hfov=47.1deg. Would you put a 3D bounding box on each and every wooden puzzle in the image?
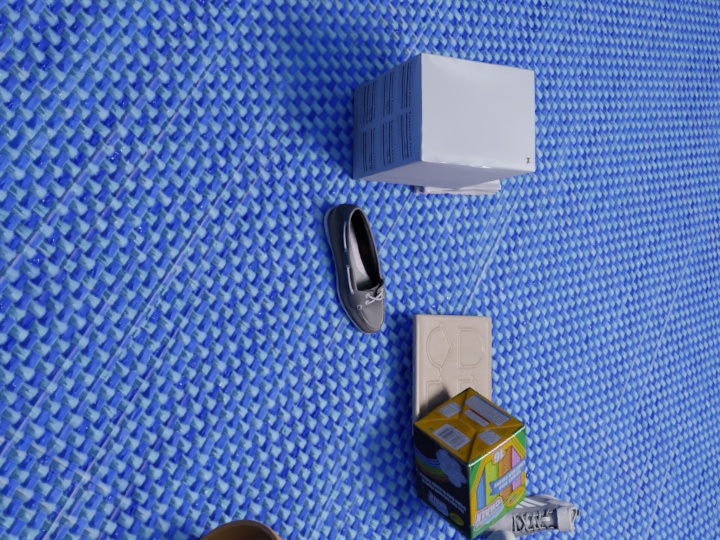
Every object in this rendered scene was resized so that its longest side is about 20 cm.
[{"bbox_3d":[0.140,0.165,1.322,0.200,0.046,0.186,5,85,-44],"label":"wooden puzzle"}]

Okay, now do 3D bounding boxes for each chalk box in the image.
[{"bbox_3d":[0.167,0.306,1.252,0.124,0.125,0.201,-27,128,-29],"label":"chalk box"}]

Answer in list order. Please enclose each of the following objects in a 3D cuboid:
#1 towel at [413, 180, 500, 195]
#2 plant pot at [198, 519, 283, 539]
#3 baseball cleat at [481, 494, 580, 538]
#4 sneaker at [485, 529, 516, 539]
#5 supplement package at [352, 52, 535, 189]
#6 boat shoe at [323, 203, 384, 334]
[{"bbox_3d":[0.157,-0.220,1.366,0.200,0.032,0.192,-5,90,-41],"label":"towel"},{"bbox_3d":[-0.128,0.421,0.984,0.140,0.200,0.200,48,59,-34],"label":"plant pot"},{"bbox_3d":[0.292,0.412,1.389,0.200,0.106,0.070,-3,88,-40],"label":"baseball cleat"},{"bbox_3d":[0.246,0.519,1.344,0.111,0.077,0.201,10,91,-27],"label":"sneaker"},{"bbox_3d":[0.117,-0.207,1.195,0.191,0.200,0.148,2,87,-27],"label":"supplement package"},{"bbox_3d":[0.000,0.000,1.202,0.067,0.057,0.201,-25,103,-38],"label":"boat shoe"}]
